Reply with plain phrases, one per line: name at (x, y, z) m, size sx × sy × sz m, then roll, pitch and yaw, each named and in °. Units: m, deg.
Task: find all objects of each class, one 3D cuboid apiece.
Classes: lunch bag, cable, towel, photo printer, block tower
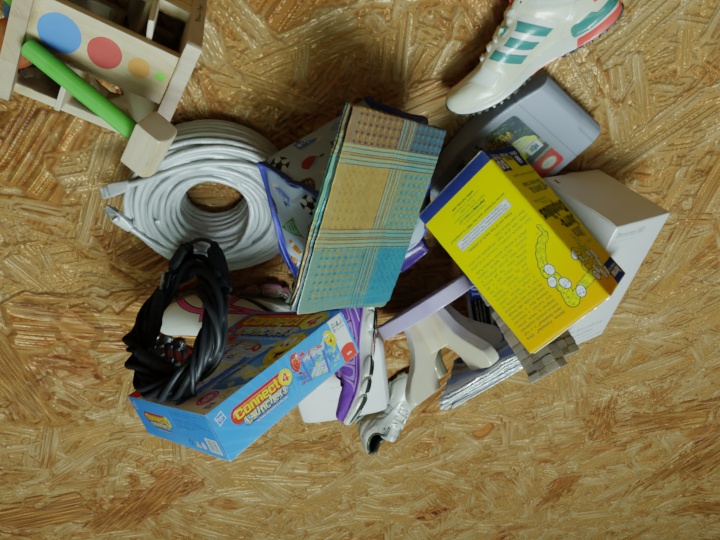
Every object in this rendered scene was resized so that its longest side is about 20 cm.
lunch bag at (-0.009, -0.066, 0.693) m, size 0.170 × 0.123 × 0.201 m, roll -37°, pitch 139°, yaw -24°
cable at (-0.175, -0.082, 0.724) m, size 0.198 × 0.070 × 0.200 m, roll -24°, pitch 136°, yaw 13°
towel at (0.008, -0.054, 0.602) m, size 0.146 × 0.022 × 0.202 m, roll -1°, pitch 114°, yaw -47°
towel at (0.187, 0.131, 0.884) m, size 0.146 × 0.200 × 0.024 m, roll -34°, pitch 89°, yaw 18°
cable at (-0.204, 0.060, 0.662) m, size 0.163 × 0.201 × 0.051 m, roll -40°, pitch 132°, yaw 13°
photo printer at (-0.038, 0.169, 1.006) m, size 0.164 × 0.070 × 0.201 m, roll -9°, pitch 136°, yaw -2°
block tower at (0.199, 0.038, 0.775) m, size 0.057 × 0.201 × 0.054 m, roll -11°, pitch 156°, yaw -35°

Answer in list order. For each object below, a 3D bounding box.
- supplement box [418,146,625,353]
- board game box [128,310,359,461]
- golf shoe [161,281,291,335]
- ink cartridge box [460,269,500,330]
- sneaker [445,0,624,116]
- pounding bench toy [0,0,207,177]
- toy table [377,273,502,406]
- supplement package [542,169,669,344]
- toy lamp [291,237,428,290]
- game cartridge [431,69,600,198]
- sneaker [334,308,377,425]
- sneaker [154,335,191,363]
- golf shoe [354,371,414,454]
supplement box at (0.183, -0.029, 0.686) m, size 0.110 × 0.201 × 0.109 m, roll -45°, pitch 168°, yaw 32°
board game box at (-0.136, 0.120, 0.701) m, size 0.199 × 0.195 × 0.056 m, roll -6°, pitch 114°, yaw 48°
golf shoe at (-0.194, 0.073, 0.861) m, size 0.198 × 0.093 × 0.073 m, roll -7°, pitch 145°, yaw 0°
ink cartridge box at (0.206, 0.025, 0.921) m, size 0.093 × 0.044 × 0.201 m, roll -16°, pitch 136°, yaw 3°
sneaker at (0.161, -0.247, 0.629) m, size 0.199 × 0.071 × 0.094 m, roll -30°, pitch 115°, yaw 22°
pounding bench toy at (-0.229, -0.183, 0.514) m, size 0.155 × 0.201 × 0.124 m, roll 19°, pitch 130°, yaw -28°
toy table at (0.112, 0.095, 0.866) m, size 0.183 × 0.118 × 0.200 m, roll -31°, pitch 177°, yaw -16°
supplement package at (0.281, -0.013, 0.796) m, size 0.120 × 0.120 × 0.201 m, roll -13°, pitch 133°, yaw -33°
toy lamp at (0.000, 0.000, 0.849) m, size 0.199 × 0.059 × 0.058 m, roll -27°, pitch 134°, yaw 16°
game cartridge at (0.180, -0.143, 0.752) m, size 0.132 × 0.041 × 0.200 m, roll 29°, pitch 124°, yaw -29°
sneaker at (-0.020, 0.124, 0.899) m, size 0.082 × 0.202 × 0.081 m, roll 3°, pitch 169°, yaw 6°
sneaker at (-0.282, 0.171, 0.961) m, size 0.098 × 0.071 × 0.200 m, roll -35°, pitch 133°, yaw 21°
golf shoe at (0.068, 0.261, 1.103) m, size 0.078 × 0.098 × 0.200 m, roll 23°, pitch 126°, yaw -27°
